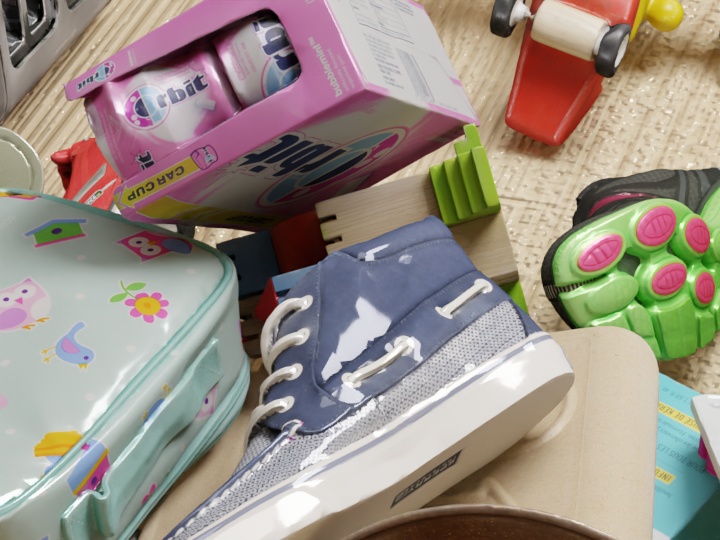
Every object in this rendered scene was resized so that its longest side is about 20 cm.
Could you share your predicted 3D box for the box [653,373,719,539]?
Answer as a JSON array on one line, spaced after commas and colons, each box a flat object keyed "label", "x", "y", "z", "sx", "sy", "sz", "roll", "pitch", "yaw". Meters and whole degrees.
[{"label": "box", "x": 0.081, "y": 0.122, "z": 0.821, "sx": 0.082, "sy": 0.049, "sz": 0.200, "roll": 26, "pitch": 50, "yaw": 34}]

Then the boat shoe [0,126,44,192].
[{"label": "boat shoe", "x": -0.238, "y": 0.007, "z": 0.997, "sx": 0.074, "sy": 0.066, "sz": 0.199, "roll": 43, "pitch": 84, "yaw": -1}]

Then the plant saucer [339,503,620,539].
[{"label": "plant saucer", "x": 0.048, "y": 0.175, "z": 0.684, "sx": 0.199, "sy": 0.202, "sz": 0.037, "roll": 3, "pitch": 7, "yaw": 13}]

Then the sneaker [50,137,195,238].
[{"label": "sneaker", "x": -0.119, "y": -0.062, "z": 1.057, "sx": 0.084, "sy": 0.077, "sz": 0.200, "roll": 4, "pitch": 41, "yaw": 22}]

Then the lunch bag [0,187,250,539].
[{"label": "lunch bag", "x": -0.142, "y": 0.054, "z": 0.792, "sx": 0.159, "sy": 0.077, "sz": 0.200, "roll": 16, "pitch": 41, "yaw": 22}]

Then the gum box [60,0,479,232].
[{"label": "gum box", "x": -0.033, "y": -0.071, "z": 0.858, "sx": 0.113, "sy": 0.200, "sz": 0.066, "roll": -28, "pitch": 82, "yaw": 15}]

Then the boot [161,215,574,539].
[{"label": "boot", "x": -0.018, "y": 0.054, "z": 0.736, "sx": 0.199, "sy": 0.073, "sz": 0.090, "roll": -28, "pitch": 67, "yaw": -36}]

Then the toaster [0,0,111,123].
[{"label": "toaster", "x": -0.226, "y": -0.194, "z": 1.122, "sx": 0.118, "sy": 0.201, "sz": 0.181, "roll": 4, "pitch": 30, "yaw": 13}]

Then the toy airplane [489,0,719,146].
[{"label": "toy airplane", "x": 0.144, "y": -0.183, "z": 1.102, "sx": 0.198, "sy": 0.141, "sz": 0.201, "roll": -22, "pitch": 73, "yaw": 2}]

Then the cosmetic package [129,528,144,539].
[{"label": "cosmetic package", "x": -0.181, "y": 0.114, "z": 0.850, "sx": 0.106, "sy": 0.091, "sz": 0.200, "roll": -30, "pitch": 42, "yaw": -26}]

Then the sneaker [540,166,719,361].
[{"label": "sneaker", "x": 0.130, "y": -0.004, "z": 0.927, "sx": 0.083, "sy": 0.077, "sz": 0.200, "roll": -1, "pitch": 8, "yaw": 31}]

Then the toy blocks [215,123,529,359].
[{"label": "toy blocks", "x": 0.000, "y": 0.000, "z": 0.898, "sx": 0.136, "sy": 0.101, "sz": 0.200, "roll": -16, "pitch": -5, "yaw": 3}]

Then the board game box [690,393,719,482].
[{"label": "board game box", "x": 0.230, "y": 0.096, "z": 0.729, "sx": 0.198, "sy": 0.026, "sz": 0.200, "roll": 5, "pitch": 15, "yaw": 0}]

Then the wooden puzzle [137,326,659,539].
[{"label": "wooden puzzle", "x": 0.018, "y": 0.098, "z": 0.794, "sx": 0.198, "sy": 0.047, "sz": 0.186, "roll": -4, "pitch": 33, "yaw": 13}]
